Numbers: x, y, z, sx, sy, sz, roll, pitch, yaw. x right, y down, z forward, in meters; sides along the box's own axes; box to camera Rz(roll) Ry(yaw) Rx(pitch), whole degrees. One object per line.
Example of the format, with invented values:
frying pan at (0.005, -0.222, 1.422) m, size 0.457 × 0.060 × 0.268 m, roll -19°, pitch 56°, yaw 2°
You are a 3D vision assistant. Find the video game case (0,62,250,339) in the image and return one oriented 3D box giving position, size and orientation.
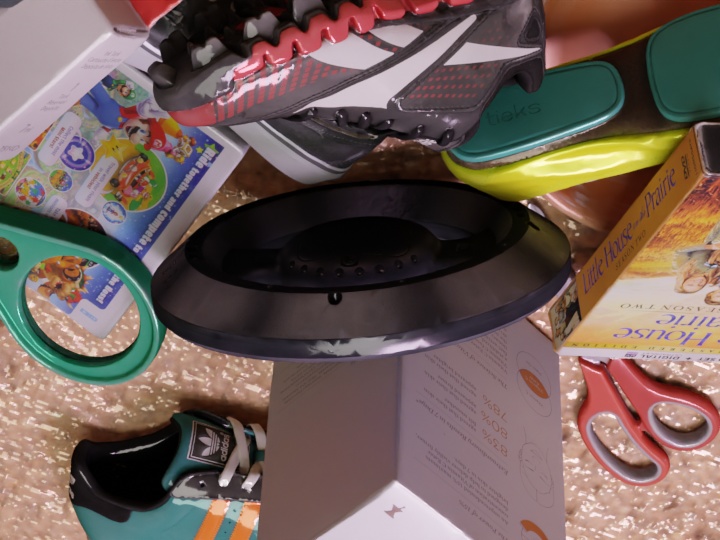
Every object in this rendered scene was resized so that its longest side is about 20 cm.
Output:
video game case at (-0.170, -0.072, 1.141) m, size 0.200 × 0.018 × 0.143 m, roll 36°, pitch 123°, yaw -6°

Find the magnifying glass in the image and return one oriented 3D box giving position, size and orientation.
magnifying glass at (-0.182, -0.015, 1.155) m, size 0.200 × 0.022 × 0.080 m, roll 38°, pitch 123°, yaw -7°

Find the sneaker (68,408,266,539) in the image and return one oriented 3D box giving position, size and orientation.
sneaker at (-0.065, 0.116, 1.282) m, size 0.199 × 0.072 × 0.080 m, roll -9°, pitch 132°, yaw 11°

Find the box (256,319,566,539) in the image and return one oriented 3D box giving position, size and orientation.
box at (0.028, 0.093, 1.177) m, size 0.097 × 0.201 × 0.124 m, roll -36°, pitch 118°, yaw 27°

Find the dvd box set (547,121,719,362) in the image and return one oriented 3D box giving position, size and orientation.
dvd box set at (0.190, -0.008, 1.131) m, size 0.145 × 0.030 × 0.200 m, roll 3°, pitch 154°, yaw -16°

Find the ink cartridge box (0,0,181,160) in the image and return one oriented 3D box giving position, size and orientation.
ink cartridge box at (-0.152, -0.177, 0.989) m, size 0.176 × 0.045 × 0.200 m, roll -38°, pitch 82°, yaw 18°

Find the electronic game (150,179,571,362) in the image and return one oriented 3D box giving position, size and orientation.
electronic game at (0.000, 0.000, 1.110) m, size 0.199 × 0.200 × 0.042 m, roll -4°, pitch 110°, yaw 5°

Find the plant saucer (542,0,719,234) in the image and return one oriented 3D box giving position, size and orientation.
plant saucer at (0.159, -0.100, 1.123) m, size 0.199 × 0.038 × 0.201 m, roll 1°, pitch 128°, yaw 2°

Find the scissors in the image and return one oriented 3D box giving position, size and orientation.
scissors at (0.120, 0.045, 1.253) m, size 0.073 × 0.014 × 0.200 m, roll -28°, pitch 124°, yaw 25°

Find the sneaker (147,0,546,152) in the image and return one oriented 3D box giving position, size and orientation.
sneaker at (0.004, -0.089, 1.034) m, size 0.200 × 0.071 × 0.098 m, roll -22°, pitch 111°, yaw -25°

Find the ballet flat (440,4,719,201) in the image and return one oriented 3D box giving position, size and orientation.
ballet flat at (0.135, -0.074, 1.090) m, size 0.199 × 0.067 × 0.067 m, roll -14°, pitch 147°, yaw 17°

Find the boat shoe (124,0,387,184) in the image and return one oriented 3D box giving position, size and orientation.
boat shoe at (-0.062, -0.112, 1.068) m, size 0.056 × 0.069 × 0.200 m, roll -27°, pitch 131°, yaw 35°
